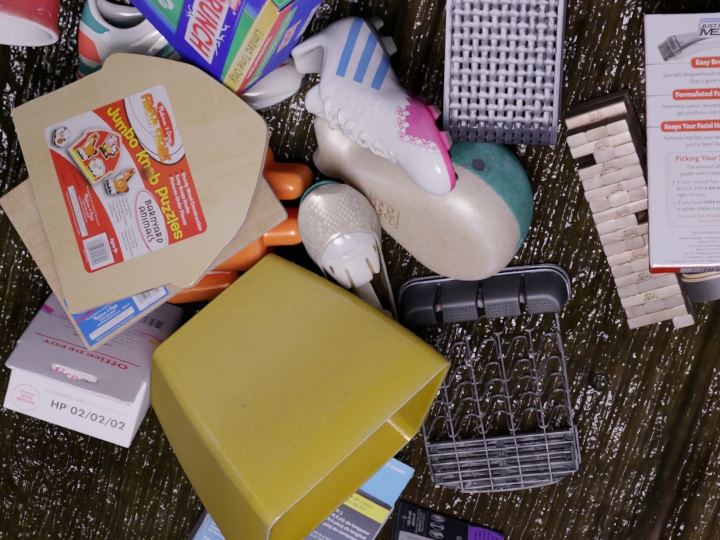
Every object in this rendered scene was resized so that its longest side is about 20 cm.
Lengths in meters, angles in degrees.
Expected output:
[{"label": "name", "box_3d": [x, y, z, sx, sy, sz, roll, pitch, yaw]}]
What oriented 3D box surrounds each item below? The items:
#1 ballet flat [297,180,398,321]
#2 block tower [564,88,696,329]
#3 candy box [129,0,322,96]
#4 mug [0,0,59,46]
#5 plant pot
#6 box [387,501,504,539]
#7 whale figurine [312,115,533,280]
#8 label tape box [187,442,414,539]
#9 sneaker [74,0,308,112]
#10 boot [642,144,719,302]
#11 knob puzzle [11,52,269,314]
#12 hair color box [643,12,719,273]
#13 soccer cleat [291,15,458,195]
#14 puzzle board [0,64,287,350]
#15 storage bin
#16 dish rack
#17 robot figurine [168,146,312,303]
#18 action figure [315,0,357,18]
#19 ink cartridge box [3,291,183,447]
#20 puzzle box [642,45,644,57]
[{"label": "ballet flat", "box_3d": [0.000, 0.000, 1.538, 0.067, 0.062, 0.200, -29, 145, -3]}, {"label": "block tower", "box_3d": [0.228, -0.046, 1.541, 0.058, 0.054, 0.201, -16, 108, 21]}, {"label": "candy box", "box_3d": [-0.127, -0.250, 1.427, 0.200, 0.077, 0.169, 46, 153, 3]}, {"label": "mug", "box_3d": [-0.304, -0.292, 1.454, 0.177, 0.133, 0.201, 5, 84, 41]}, {"label": "plant pot", "box_3d": [-0.067, 0.108, 1.522, 0.200, 0.200, 0.176, -40, 78, -20]}, {"label": "box", "box_3d": [0.053, 0.336, 1.680, 0.106, 0.122, 0.201, 16, 112, 0]}, {"label": "whale figurine", "box_3d": [0.055, -0.080, 1.536, 0.199, 0.104, 0.159, 30, 153, 16]}, {"label": "label tape box", "box_3d": [-0.057, 0.216, 1.679, 0.143, 0.066, 0.201, 29, 108, -5]}, {"label": "sneaker", "box_3d": [-0.142, -0.189, 1.524, 0.199, 0.070, 0.094, 6, 118, 8]}, {"label": "boot", "box_3d": [0.339, -0.069, 1.486, 0.199, 0.077, 0.139, -21, 101, 12]}, {"label": "knob puzzle", "box_3d": [-0.163, -0.080, 1.468, 0.218, 0.030, 0.221, -1, 86, 12]}, {"label": "hair color box", "box_3d": [0.280, -0.100, 1.441, 0.110, 0.064, 0.201, -1, 86, 8]}, {"label": "soccer cleat", "box_3d": [0.008, -0.121, 1.438, 0.086, 0.200, 0.070, -22, 140, -8]}, {"label": "puzzle board", "box_3d": [-0.178, -0.051, 1.493, 0.200, 0.017, 0.151, -34, 81, 8]}, {"label": "storage bin", "box_3d": [0.114, -0.210, 1.446, 0.093, 0.135, 0.201, 3, 112, 3]}, {"label": "dish rack", "box_3d": [0.118, 0.100, 1.618, 0.153, 0.055, 0.201, -6, 113, 11]}, {"label": "robot figurine", "box_3d": [-0.141, -0.057, 1.553, 0.199, 0.117, 0.144, -1, 141, 9]}, {"label": "action figure", "box_3d": [-0.050, -0.304, 1.456, 0.118, 0.102, 0.200, -16, 135, 4]}, {"label": "ink cartridge box", "box_3d": [-0.232, 0.082, 1.573, 0.115, 0.200, 0.068, 18, 113, 0]}, {"label": "puzzle box", "box_3d": [0.322, -0.109, 1.522, 0.132, 0.025, 0.201, -13, 109, 13]}]
